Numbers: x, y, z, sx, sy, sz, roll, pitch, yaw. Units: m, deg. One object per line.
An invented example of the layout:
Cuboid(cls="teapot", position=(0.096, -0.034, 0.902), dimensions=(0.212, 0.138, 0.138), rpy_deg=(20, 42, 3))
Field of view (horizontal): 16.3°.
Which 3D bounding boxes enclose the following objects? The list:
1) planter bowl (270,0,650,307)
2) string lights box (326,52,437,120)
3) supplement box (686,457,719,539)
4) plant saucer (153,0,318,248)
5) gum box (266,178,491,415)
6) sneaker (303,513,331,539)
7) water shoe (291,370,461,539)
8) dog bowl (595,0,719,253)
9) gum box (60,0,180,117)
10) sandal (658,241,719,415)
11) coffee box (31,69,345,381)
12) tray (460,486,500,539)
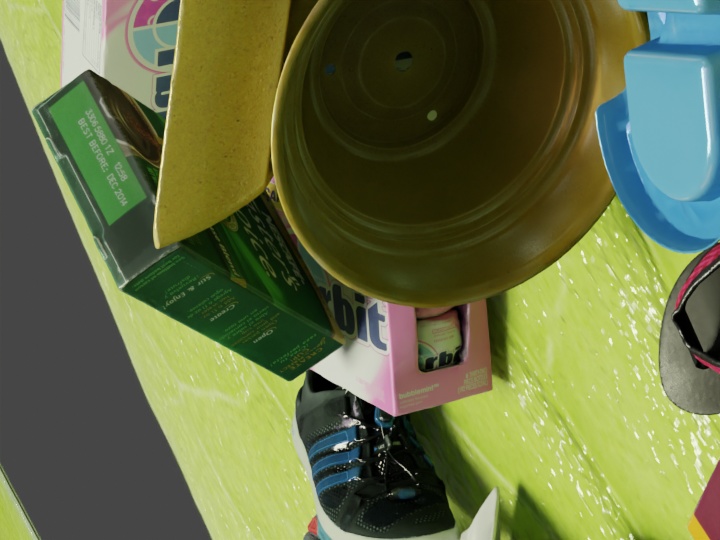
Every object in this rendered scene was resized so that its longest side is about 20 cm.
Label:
Cuboid(cls="planter bowl", position=(0.035, -0.090, 1.213), dimensions=(0.083, 0.200, 0.201), rpy_deg=(-136, 41, -56))
Cuboid(cls="string lights box", position=(-0.009, -0.100, 1.392), dimensions=(0.200, 0.102, 0.059), rpy_deg=(26, 123, 57))
Cuboid(cls="supplement box", position=(0.223, 0.061, 1.004), dimensions=(0.086, 0.110, 0.200), rpy_deg=(57, 147, 33))
Cuboid(cls="plant saucer", position=(-0.048, -0.127, 1.229), dimensions=(0.200, 0.048, 0.201), rpy_deg=(-66, -16, -70))
Cuboid(cls="gum box", position=(0.000, 0.000, 1.443), dimensions=(0.200, 0.066, 0.114), rpy_deg=(25, 125, 58))
Cuboid(cls="sneaker", position=(-0.030, 0.203, 1.523), dimensions=(0.079, 0.095, 0.200), rpy_deg=(53, 176, 0))
Cuboid(cls="water shoe", position=(0.002, 0.103, 1.475), dimensions=(0.200, 0.071, 0.079), rpy_deg=(-133, 40, -59))
Cuboid(cls="dog bowl", position=(0.153, -0.110, 1.133), dimensions=(0.111, 0.049, 0.201), rpy_deg=(14, 113, 61))
Cuboid(cls="gum box", position=(-0.122, -0.174, 1.568), dimensions=(0.066, 0.113, 0.201), rpy_deg=(48, 142, 44))
Cuboid(cls="sandal", position=(0.179, 0.014, 1.140), dimensions=(0.200, 0.045, 0.075), rpy_deg=(-41, 65, 60))
Cuboid(cls="coffee box", position=(-0.087, -0.021, 1.330), dimensions=(0.123, 0.044, 0.200), rpy_deg=(61, -167, 27))
Cuboid(cls="tray", position=(0.059, 0.219, 1.361), dimensions=(0.200, 0.022, 0.108), rpy_deg=(-78, -13, -54))
